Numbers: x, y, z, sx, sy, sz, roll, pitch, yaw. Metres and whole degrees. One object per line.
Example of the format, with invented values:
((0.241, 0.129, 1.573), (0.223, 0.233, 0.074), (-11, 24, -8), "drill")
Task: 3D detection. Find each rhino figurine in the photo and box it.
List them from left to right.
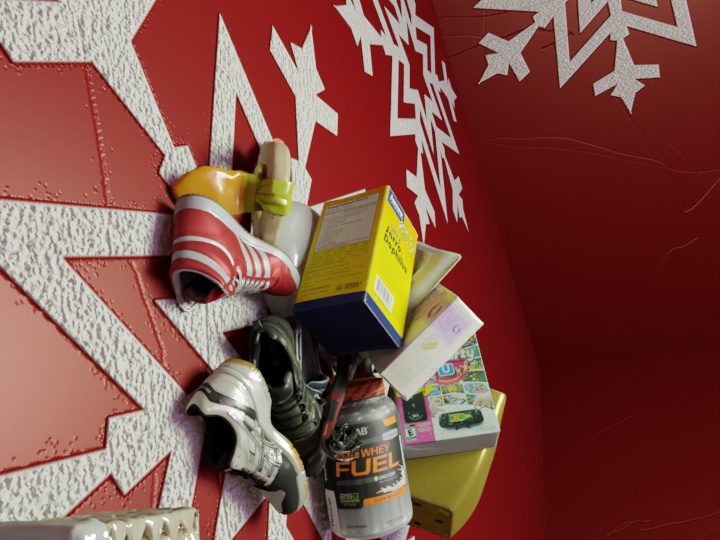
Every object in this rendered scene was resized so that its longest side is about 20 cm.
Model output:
((-0.003, 0.141, 0.961), (0.200, 0.059, 0.089), (-6, 81, -66), "rhino figurine")

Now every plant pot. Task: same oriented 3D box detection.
((0.119, 0.314, 0.968), (0.196, 0.193, 0.201), (84, 25, -45), "plant pot")

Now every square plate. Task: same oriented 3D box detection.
((0.045, 0.029, 0.889), (0.028, 0.198, 0.200), (45, -3, -15), "square plate")

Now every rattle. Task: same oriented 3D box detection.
((-0.159, -0.122, 0.751), (0.201, 0.141, 0.131), (-107, -167, -46), "rattle")

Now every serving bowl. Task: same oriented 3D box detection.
((-0.074, -0.009, 0.852), (0.200, 0.065, 0.202), (43, 41, -54), "serving bowl")

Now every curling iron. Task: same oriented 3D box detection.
((-0.024, 0.171, 0.748), (0.049, 0.026, 0.201), (26, 22, -12), "curling iron")

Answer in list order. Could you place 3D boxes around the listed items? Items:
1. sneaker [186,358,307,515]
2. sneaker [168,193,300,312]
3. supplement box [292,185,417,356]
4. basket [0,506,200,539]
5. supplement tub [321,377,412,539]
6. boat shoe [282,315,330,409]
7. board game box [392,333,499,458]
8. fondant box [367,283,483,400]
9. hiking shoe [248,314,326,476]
((-0.128, 0.200, 0.636), (0.088, 0.075, 0.202), (-42, 116, -47), "sneaker")
((-0.142, 0.011, 0.668), (0.200, 0.071, 0.114), (41, 39, -46), "sneaker")
((0.000, 0.000, 0.794), (0.110, 0.108, 0.202), (53, 37, -40), "supplement box")
((-0.184, 0.260, 0.370), (0.123, 0.134, 0.203), (32, 51, -66), "basket")
((0.001, 0.262, 0.829), (0.122, 0.121, 0.203), (2, 78, -67), "supplement tub")
((-0.072, 0.159, 0.771), (0.072, 0.067, 0.203), (-6, 85, -68), "boat shoe")
((0.123, 0.181, 0.918), (0.065, 0.146, 0.202), (83, 0, -52), "board game box")
((0.074, 0.083, 0.838), (0.058, 0.144, 0.200), (46, 0, -16), "fondant box")
((-0.096, 0.154, 0.687), (0.101, 0.075, 0.202), (18, 52, -85), "hiking shoe")
